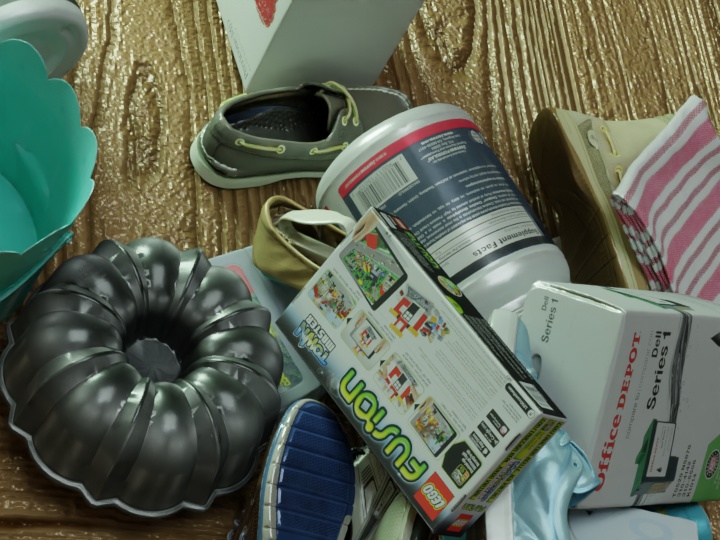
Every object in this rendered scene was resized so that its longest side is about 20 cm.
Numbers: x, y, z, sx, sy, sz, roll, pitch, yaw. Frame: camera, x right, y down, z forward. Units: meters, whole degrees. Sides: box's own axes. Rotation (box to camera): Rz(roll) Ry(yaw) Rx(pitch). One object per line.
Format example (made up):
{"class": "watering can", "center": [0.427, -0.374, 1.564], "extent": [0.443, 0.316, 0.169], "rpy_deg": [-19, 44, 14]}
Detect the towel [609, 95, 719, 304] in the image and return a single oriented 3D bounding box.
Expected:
{"class": "towel", "center": [0.275, -0.021, 1.490], "extent": [0.146, 0.030, 0.201], "rpy_deg": [-49, 120, -39]}

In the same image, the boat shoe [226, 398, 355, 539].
{"class": "boat shoe", "center": [-0.057, 0.184, 1.247], "extent": [0.072, 0.072, 0.201], "rpy_deg": [25, 61, -33]}

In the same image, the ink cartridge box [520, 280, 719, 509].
{"class": "ink cartridge box", "center": [0.193, 0.090, 1.349], "extent": [0.084, 0.147, 0.199], "rpy_deg": [18, 9, 39]}

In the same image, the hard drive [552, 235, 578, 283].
{"class": "hard drive", "center": [0.224, 0.019, 1.537], "extent": [0.199, 0.027, 0.132], "rpy_deg": [-19, 67, -33]}

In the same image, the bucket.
{"class": "bucket", "center": [-0.292, -0.058, 1.283], "extent": [0.206, 0.135, 0.208], "rpy_deg": [12, 53, -16]}

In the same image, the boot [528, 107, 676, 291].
{"class": "boot", "center": [0.235, -0.046, 1.527], "extent": [0.155, 0.073, 0.201], "rpy_deg": [-2, 55, -26]}

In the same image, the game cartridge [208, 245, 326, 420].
{"class": "game cartridge", "center": [-0.106, 0.060, 1.354], "extent": [0.199, 0.041, 0.134], "rpy_deg": [-20, 72, -33]}

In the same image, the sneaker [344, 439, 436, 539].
{"class": "sneaker", "center": [0.018, 0.136, 1.298], "extent": [0.087, 0.076, 0.201], "rpy_deg": [14, 78, -4]}

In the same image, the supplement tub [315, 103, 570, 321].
{"class": "supplement tub", "center": [0.069, -0.011, 1.413], "extent": [0.140, 0.140, 0.201], "rpy_deg": [-19, 68, -33]}

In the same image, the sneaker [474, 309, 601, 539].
{"class": "sneaker", "center": [0.117, 0.124, 1.253], "extent": [0.081, 0.074, 0.201], "rpy_deg": [2, 72, -4]}

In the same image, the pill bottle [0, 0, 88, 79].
{"class": "pill bottle", "center": [-0.291, -0.236, 1.422], "extent": [0.111, 0.111, 0.201], "rpy_deg": [-13, 64, -31]}

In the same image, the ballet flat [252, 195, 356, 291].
{"class": "ballet flat", "center": [0.000, 0.000, 1.324], "extent": [0.199, 0.063, 0.069], "rpy_deg": [22, 33, 31]}

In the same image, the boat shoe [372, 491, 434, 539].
{"class": "boat shoe", "center": [0.029, 0.245, 1.235], "extent": [0.067, 0.072, 0.201], "rpy_deg": [10, 83, -15]}

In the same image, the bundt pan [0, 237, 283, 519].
{"class": "bundt pan", "center": [-0.139, 0.061, 1.268], "extent": [0.201, 0.076, 0.203], "rpy_deg": [12, 55, -18]}

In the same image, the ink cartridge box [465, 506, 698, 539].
{"class": "ink cartridge box", "center": [0.148, 0.222, 1.257], "extent": [0.159, 0.047, 0.200], "rpy_deg": [13, 26, 0]}

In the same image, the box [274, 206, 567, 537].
{"class": "box", "center": [0.035, 0.064, 1.235], "extent": [0.035, 0.110, 0.200], "rpy_deg": [17, 29, -53]}

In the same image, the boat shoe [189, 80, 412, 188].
{"class": "boat shoe", "center": [-0.036, -0.114, 1.487], "extent": [0.201, 0.060, 0.072], "rpy_deg": [-14, 65, -31]}

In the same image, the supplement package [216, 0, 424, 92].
{"class": "supplement package", "center": [-0.024, -0.247, 1.493], "extent": [0.119, 0.200, 0.122], "rpy_deg": [-4, 59, -27]}

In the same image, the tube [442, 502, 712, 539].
{"class": "tube", "center": [0.160, 0.207, 1.372], "extent": [0.199, 0.051, 0.078], "rpy_deg": [-7, 52, -21]}
